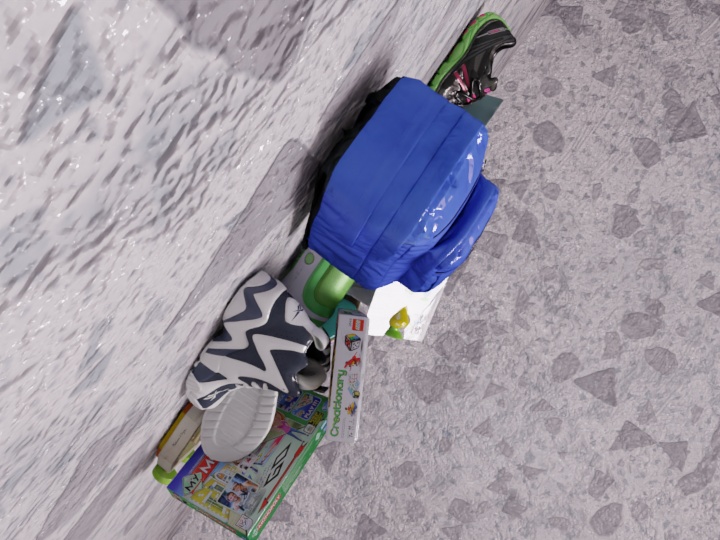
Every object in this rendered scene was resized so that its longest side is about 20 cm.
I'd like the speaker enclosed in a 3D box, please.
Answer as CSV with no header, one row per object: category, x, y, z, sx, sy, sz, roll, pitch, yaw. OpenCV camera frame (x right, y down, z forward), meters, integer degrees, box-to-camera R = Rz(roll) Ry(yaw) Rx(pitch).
speaker,-0.028,-0.025,0.750,0.201,0.088,0.088,-55,178,8

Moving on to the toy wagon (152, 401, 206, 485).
toy wagon,-0.216,0.205,0.812,0.156,0.039,0.200,-55,179,6

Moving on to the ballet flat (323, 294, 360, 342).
ballet flat,-0.028,0.061,1.027,0.201,0.067,0.063,-57,168,-32

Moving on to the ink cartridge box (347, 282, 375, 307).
ink cartridge box,0.000,0.000,0.907,0.083,0.146,0.200,-58,179,-2

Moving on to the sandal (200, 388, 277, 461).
sandal,-0.137,0.145,0.719,0.050,0.082,0.204,-106,-143,-78

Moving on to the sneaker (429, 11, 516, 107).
sneaker,0.155,-0.276,0.852,0.201,0.083,0.077,-55,177,20

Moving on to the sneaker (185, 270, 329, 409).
sneaker,-0.102,0.110,0.620,0.200,0.129,0.079,-56,175,25

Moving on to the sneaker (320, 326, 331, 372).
sneaker,-0.122,0.089,0.817,0.200,0.114,0.076,-148,-126,-64

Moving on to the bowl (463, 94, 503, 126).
bowl,0.143,-0.233,0.988,0.201,0.105,0.201,-54,177,-3

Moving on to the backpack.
backpack,0.048,-0.079,0.565,0.163,0.167,0.200,-60,176,-21

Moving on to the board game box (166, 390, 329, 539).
board game box,-0.135,0.232,0.752,0.200,0.134,0.029,-53,147,-37

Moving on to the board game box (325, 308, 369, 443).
board game box,-0.017,0.111,0.673,0.200,0.034,0.128,134,-39,-86

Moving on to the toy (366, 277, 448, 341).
toy,0.068,-0.007,0.778,0.047,0.114,0.202,27,-78,51
